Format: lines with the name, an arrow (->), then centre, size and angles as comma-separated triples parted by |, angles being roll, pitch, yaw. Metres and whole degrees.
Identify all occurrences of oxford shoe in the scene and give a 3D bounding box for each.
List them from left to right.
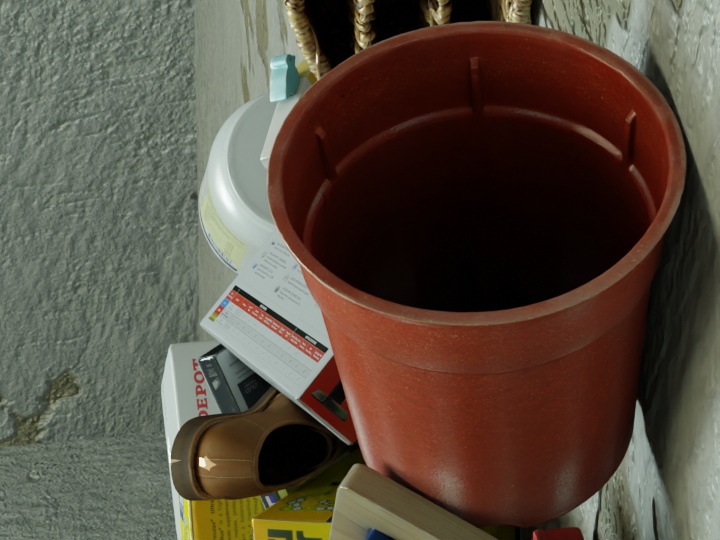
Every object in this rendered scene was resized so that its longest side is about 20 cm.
oxford shoe -> -0.036, 0.108, 1.612 | 0.200, 0.071, 0.072 | -23, -70, -57

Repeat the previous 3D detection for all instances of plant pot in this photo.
plant pot -> 0.064, 0.015, 1.270 | 0.196, 0.199, 0.202 | 82, 177, -47

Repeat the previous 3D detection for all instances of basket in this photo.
basket -> 0.023, -0.184, 1.536 | 0.149, 0.142, 0.201 | -102, 11, -46

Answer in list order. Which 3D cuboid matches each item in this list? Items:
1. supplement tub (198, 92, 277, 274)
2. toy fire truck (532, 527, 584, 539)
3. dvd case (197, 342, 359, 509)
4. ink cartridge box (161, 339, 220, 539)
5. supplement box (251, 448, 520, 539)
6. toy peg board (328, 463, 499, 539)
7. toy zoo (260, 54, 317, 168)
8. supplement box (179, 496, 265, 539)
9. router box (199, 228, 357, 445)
supplement tub -> -0.063, -0.073, 2.186 | 0.200, 0.144, 0.146 | 124, 140, -77
toy fire truck -> 0.067, 0.203, 1.460 | 0.049, 0.140, 0.201 | -106, 14, -53
dvd case -> -0.016, 0.115, 1.724 | 0.025, 0.150, 0.201 | -13, 106, 48
ink cartridge box -> -0.056, 0.140, 2.069 | 0.146, 0.199, 0.148 | 108, 155, -70
supplement box -> 0.021, 0.184, 1.597 | 0.200, 0.109, 0.110 | -25, -67, -67
toy peg board -> 0.051, 0.228, 1.326 | 0.098, 0.199, 0.200 | -56, -13, -29
toy zoo -> -0.006, -0.069, 1.721 | 0.201, 0.020, 0.132 | 59, -140, -32
supplement box -> -0.029, 0.202, 1.869 | 0.109, 0.199, 0.110 | 179, 86, -82
router box -> 0.000, 0.000, 1.571 | 0.180, 0.049, 0.200 | -51, 23, -3
